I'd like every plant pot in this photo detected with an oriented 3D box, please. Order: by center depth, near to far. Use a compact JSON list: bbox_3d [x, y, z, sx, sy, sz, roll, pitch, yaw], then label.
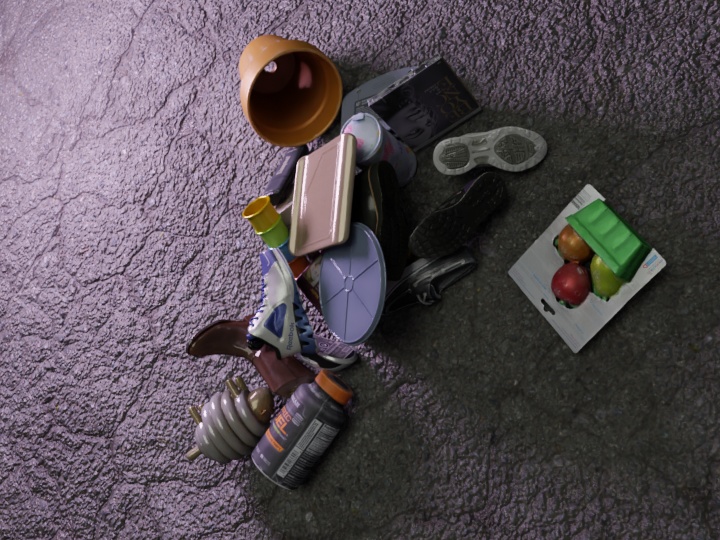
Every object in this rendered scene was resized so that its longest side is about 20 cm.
[{"bbox_3d":[-0.158,-0.378,1.715,0.200,0.199,0.184,-46,42,9],"label":"plant pot"}]

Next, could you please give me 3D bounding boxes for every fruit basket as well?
[{"bbox_3d":[0.357,-0.003,1.373,0.201,0.093,0.186,-53,56,24],"label":"fruit basket"}]

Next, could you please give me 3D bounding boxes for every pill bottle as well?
[{"bbox_3d":[-0.096,0.275,1.518,0.106,0.106,0.201,38,94,32],"label":"pill bottle"}]

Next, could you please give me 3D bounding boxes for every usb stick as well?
[{"bbox_3d":[-0.145,-0.187,1.668,0.055,0.033,0.201,-27,25,30],"label":"usb stick"}]

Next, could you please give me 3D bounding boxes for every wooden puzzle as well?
[{"bbox_3d":[-0.062,-0.125,1.484,0.199,0.037,0.189,-11,72,60],"label":"wooden puzzle"}]

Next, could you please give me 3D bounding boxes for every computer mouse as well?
[{"bbox_3d":[-0.100,0.145,1.569,0.197,0.109,0.045,19,111,18],"label":"computer mouse"}]

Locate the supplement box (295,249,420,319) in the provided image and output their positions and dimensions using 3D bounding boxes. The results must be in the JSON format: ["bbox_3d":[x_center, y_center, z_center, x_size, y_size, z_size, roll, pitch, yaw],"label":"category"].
[{"bbox_3d":[0.000,0.000,1.549,0.200,0.103,0.131,-48,59,7],"label":"supplement box"}]

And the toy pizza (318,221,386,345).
[{"bbox_3d":[-0.008,0.022,1.428,0.199,0.031,0.205,-6,82,56],"label":"toy pizza"}]

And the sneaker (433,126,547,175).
[{"bbox_3d":[0.225,-0.216,1.506,0.196,0.100,0.080,-1,107,6],"label":"sneaker"}]

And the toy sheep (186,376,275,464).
[{"bbox_3d":[-0.241,0.283,1.583,0.199,0.138,0.139,-36,60,10],"label":"toy sheep"}]

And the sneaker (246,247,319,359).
[{"bbox_3d":[-0.155,0.068,1.504,0.113,0.081,0.203,-21,83,-8],"label":"sneaker"}]

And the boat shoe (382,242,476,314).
[{"bbox_3d":[0.113,0.026,1.501,0.198,0.072,0.068,-35,59,8],"label":"boat shoe"}]

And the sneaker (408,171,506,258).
[{"bbox_3d":[0.160,-0.088,1.482,0.199,0.087,0.076,-37,99,-10],"label":"sneaker"}]

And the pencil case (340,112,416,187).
[{"bbox_3d":[0.035,-0.213,1.542,0.082,0.199,0.093,7,85,24],"label":"pencil case"}]

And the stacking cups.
[{"bbox_3d":[-0.140,-0.039,1.580,0.060,0.202,0.061,-24,29,14],"label":"stacking cups"}]

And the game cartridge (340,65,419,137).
[{"bbox_3d":[0.052,-0.314,1.644,0.197,0.041,0.135,-14,56,29],"label":"game cartridge"}]

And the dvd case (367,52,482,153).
[{"bbox_3d":[0.117,-0.288,1.515,0.147,0.199,0.016,-31,62,17],"label":"dvd case"}]

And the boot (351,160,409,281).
[{"bbox_3d":[0.007,-0.071,1.479,0.137,0.077,0.204,-16,70,40],"label":"boot"}]

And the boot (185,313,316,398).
[{"bbox_3d":[-0.198,0.172,1.579,0.200,0.184,0.065,47,139,31],"label":"boot"}]

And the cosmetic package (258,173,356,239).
[{"bbox_3d":[-0.096,-0.124,1.631,0.199,0.087,0.104,-38,25,14],"label":"cosmetic package"}]
